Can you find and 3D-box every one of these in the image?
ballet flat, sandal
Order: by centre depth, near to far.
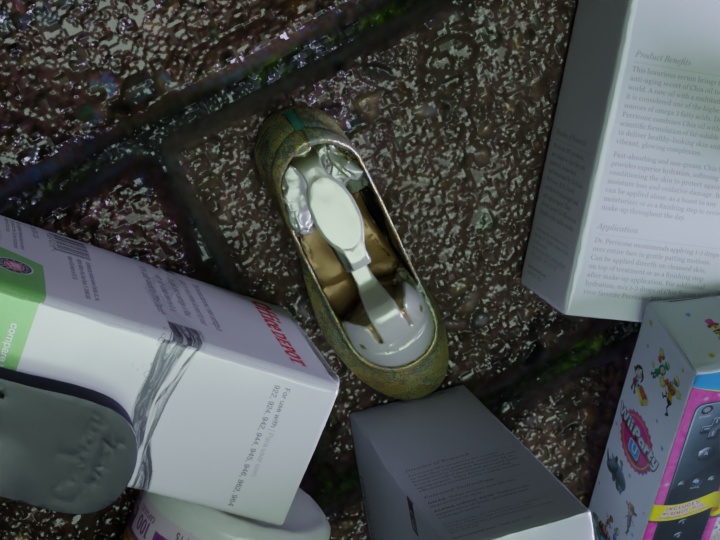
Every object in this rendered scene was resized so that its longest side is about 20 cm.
[{"bbox_3d":[-0.195,0.066,0.612,0.199,0.043,0.076,9,104,-17],"label":"sandal"},{"bbox_3d":[0.000,0.000,0.792,0.071,0.071,0.200,-29,111,-6],"label":"ballet flat"}]

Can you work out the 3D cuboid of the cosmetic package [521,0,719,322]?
[{"bbox_3d":[0.169,-0.074,0.815,0.101,0.071,0.201,7,104,-18],"label":"cosmetic package"}]

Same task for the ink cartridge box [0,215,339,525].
[{"bbox_3d":[-0.128,0.046,0.725,0.199,0.146,0.084,19,100,-19],"label":"ink cartridge box"}]

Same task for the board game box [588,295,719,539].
[{"bbox_3d":[0.231,0.103,0.848,0.147,0.064,0.200,-7,131,-14],"label":"board game box"}]

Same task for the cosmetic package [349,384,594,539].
[{"bbox_3d":[0.061,0.152,0.780,0.081,0.200,0.113,-13,105,-13],"label":"cosmetic package"}]

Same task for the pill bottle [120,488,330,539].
[{"bbox_3d":[-0.102,0.214,0.798,0.112,0.112,0.201,19,99,-20],"label":"pill bottle"}]
